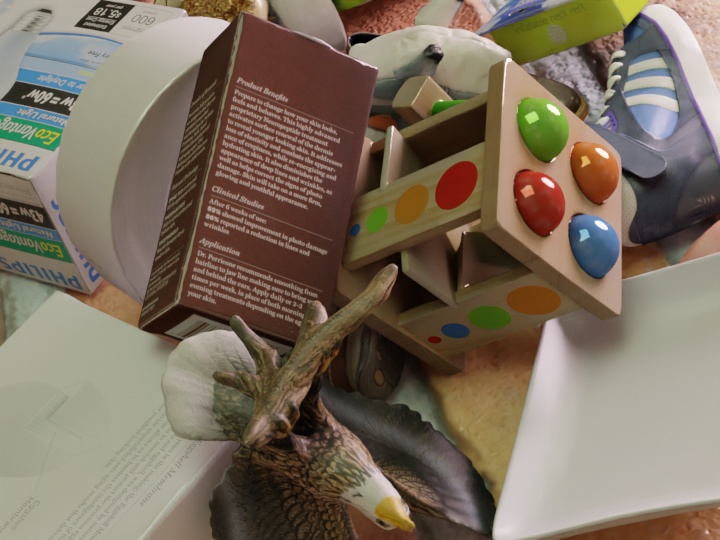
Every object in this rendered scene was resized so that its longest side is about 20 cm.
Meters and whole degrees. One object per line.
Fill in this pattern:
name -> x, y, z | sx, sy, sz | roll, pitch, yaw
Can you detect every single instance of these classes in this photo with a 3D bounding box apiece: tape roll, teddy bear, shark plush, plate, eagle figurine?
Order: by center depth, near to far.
eagle figurine -> -0.012, 0.118, 0.934 | 0.151, 0.200, 0.151 | -19, 45, 6
plate -> 0.183, 0.073, 0.968 | 0.200, 0.032, 0.200 | -17, 37, 34
tape roll -> -0.110, -0.071, 1.162 | 0.202, 0.203, 0.071 | -42, 47, -20
shark plush -> 0.020, -0.119, 1.214 | 0.200, 0.083, 0.091 | -26, 29, 20
teddy bear -> -0.116, -0.198, 1.337 | 0.067, 0.145, 0.200 | -28, 47, -12

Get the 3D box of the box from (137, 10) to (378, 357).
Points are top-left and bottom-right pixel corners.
box -> -0.063, -0.047, 1.034 | 0.075, 0.100, 0.200 | -28, 45, 59

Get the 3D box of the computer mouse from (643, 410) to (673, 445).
computer mouse -> 0.253, 0.057, 0.989 | 0.200, 0.034, 0.059 | -34, 29, 3

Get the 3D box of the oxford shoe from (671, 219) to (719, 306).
oxford shoe -> 0.293, -0.028, 1.063 | 0.200, 0.071, 0.074 | -37, 65, -11

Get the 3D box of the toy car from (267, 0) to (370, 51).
toy car -> -0.016, -0.270, 1.338 | 0.175, 0.150, 0.200 | -30, 19, -9

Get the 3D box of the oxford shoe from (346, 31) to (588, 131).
oxford shoe -> 0.073, -0.137, 1.246 | 0.200, 0.073, 0.071 | 10, 51, 30

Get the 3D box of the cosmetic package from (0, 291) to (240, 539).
cosmetic package -> -0.164, 0.145, 1.023 | 0.200, 0.123, 0.199 | 20, 57, 38

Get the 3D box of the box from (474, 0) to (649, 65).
box -> 0.183, -0.224, 1.255 | 0.122, 0.048, 0.200 | -14, 26, 52

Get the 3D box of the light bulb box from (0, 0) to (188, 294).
light bulb box -> -0.245, -0.109, 1.311 | 0.198, 0.125, 0.200 | 14, 52, 32

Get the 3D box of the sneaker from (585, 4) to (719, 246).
sneaker -> 0.172, -0.099, 1.160 | 0.146, 0.081, 0.200 | -17, 48, 0

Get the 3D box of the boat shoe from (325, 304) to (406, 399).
boat shoe -> 0.000, 0.000, 1.140 | 0.072, 0.076, 0.200 | -4, 44, 22

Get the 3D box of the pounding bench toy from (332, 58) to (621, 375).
pounding bench toy -> 0.082, -0.064, 1.068 | 0.156, 0.124, 0.200 | -23, 48, 37
